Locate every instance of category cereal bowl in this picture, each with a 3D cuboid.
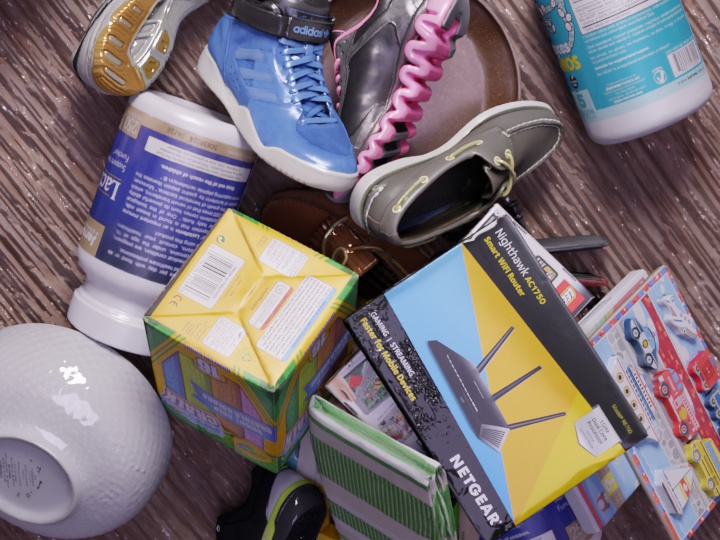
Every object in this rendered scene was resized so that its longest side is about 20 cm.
[{"bbox_3d":[-0.261,0.148,1.068,0.199,0.083,0.201,8,124,11],"label":"cereal bowl"}]

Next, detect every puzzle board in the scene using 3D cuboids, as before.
[{"bbox_3d":[0.274,0.117,1.126,0.151,0.017,0.201,-38,104,-38],"label":"puzzle board"}]

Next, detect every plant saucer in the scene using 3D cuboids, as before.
[{"bbox_3d":[0.036,-0.153,1.099,0.199,0.037,0.202,-1,101,-4],"label":"plant saucer"}]

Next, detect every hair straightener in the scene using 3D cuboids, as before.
[{"bbox_3d":[0.121,-0.028,1.131,0.199,0.041,0.077,3,100,0],"label":"hair straightener"}]

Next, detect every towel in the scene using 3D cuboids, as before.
[{"bbox_3d":[0.025,0.201,1.032,0.023,0.152,0.201,-38,132,-29],"label":"towel"}]

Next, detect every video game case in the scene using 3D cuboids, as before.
[{"bbox_3d":[0.219,0.108,1.106,0.200,0.017,0.143,-37,104,-37],"label":"video game case"}]

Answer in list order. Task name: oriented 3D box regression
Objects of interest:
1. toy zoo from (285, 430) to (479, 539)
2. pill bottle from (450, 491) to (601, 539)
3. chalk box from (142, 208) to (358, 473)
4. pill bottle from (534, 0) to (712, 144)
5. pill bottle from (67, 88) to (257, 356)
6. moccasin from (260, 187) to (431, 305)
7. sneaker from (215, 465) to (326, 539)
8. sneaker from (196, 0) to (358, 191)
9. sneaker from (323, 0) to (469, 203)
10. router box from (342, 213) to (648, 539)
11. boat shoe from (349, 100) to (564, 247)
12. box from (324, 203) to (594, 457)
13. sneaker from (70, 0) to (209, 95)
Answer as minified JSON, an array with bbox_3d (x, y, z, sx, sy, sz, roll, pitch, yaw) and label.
[{"bbox_3d":[0.013,0.196,1.112,0.199,0.020,0.132,16,120,33],"label":"toy zoo"},{"bbox_3d":[0.120,0.159,1.110,0.115,0.116,0.201,-24,97,1],"label":"pill bottle"},{"bbox_3d":[-0.085,0.071,1.053,0.123,0.200,0.125,27,62,14],"label":"chalk box"},{"bbox_3d":[0.206,-0.214,1.062,0.110,0.111,0.201,-24,100,1],"label":"pill bottle"},{"bbox_3d":[-0.166,-0.039,1.064,0.115,0.116,0.201,20,98,-7],"label":"pill bottle"},{"bbox_3d":[-0.001,0.001,1.088,0.201,0.078,0.074,38,132,2],"label":"moccasin"},{"bbox_3d":[-0.097,0.254,1.158,0.083,0.072,0.201,37,108,29],"label":"sneaker"},{"bbox_3d":[-0.052,-0.157,1.013,0.076,0.200,0.112,3,127,-41],"label":"sneaker"},{"bbox_3d":[0.008,-0.154,1.052,0.095,0.079,0.201,29,97,14],"label":"sneaker"},{"bbox_3d":[0.101,0.081,0.981,0.149,0.051,0.200,-33,91,-4],"label":"router box"},{"bbox_3d":[0.090,-0.076,1.048,0.201,0.060,0.072,-27,130,-20],"label":"boat shoe"},{"bbox_3d":[0.078,0.057,1.028,0.110,0.035,0.200,44,87,2],"label":"box"},{"bbox_3d":[-0.169,-0.231,1.053,0.076,0.088,0.200,46,71,-30],"label":"sneaker"}]
